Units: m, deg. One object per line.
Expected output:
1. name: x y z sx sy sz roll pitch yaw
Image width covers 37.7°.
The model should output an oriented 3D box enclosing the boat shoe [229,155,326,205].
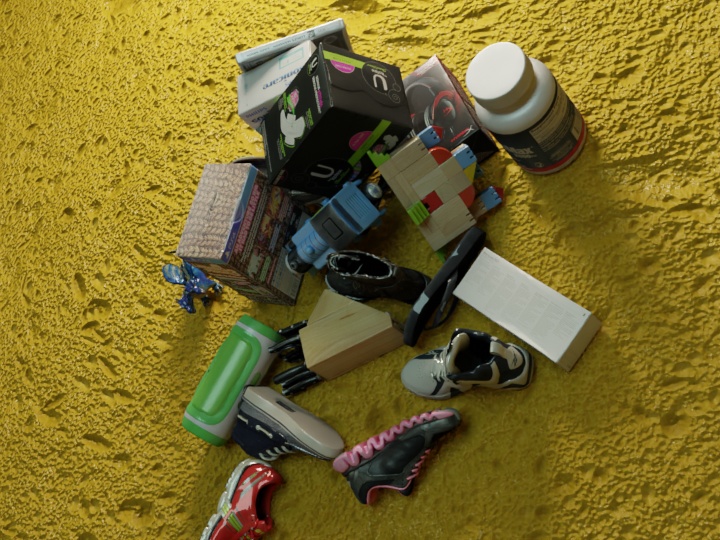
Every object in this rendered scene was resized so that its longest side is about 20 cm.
1. boat shoe: -0.133 -0.152 1.735 0.199 0.059 0.072 11 86 36

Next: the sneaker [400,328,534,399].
1. sneaker: 0.123 0.123 1.439 0.198 0.130 0.080 -1 66 34

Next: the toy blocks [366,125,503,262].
1. toy blocks: 0.120 -0.131 1.546 0.136 0.200 0.100 -35 10 4

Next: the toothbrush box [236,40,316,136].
1. toothbrush box: -0.086 -0.262 1.723 0.146 0.200 0.086 -22 57 25

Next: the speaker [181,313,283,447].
1. speaker: -0.201 0.173 1.664 0.088 0.088 0.200 25 83 39

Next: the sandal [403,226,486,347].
1. sandal: 0.126 0.028 1.525 0.043 0.076 0.200 34 89 17

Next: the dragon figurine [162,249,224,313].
1. dragon figurine: -0.296 0.002 1.801 0.059 0.099 0.200 -41 51 10

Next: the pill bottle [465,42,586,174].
1. pill bottle: 0.231 -0.231 1.494 0.119 0.200 0.120 -15 60 28

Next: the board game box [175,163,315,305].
1. board game box: -0.175 -0.055 1.682 0.097 0.200 0.160 4 70 35

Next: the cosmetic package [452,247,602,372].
1. cosmetic package: 0.228 0.052 1.455 0.200 0.051 0.083 36 92 40

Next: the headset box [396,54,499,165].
1. headset box: 0.105 -0.229 1.658 0.148 0.075 0.200 -35 53 16

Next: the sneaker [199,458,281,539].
1. sneaker: -0.175 0.379 1.556 0.085 0.077 0.201 15 79 27

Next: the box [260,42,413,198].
1. box: -0.040 -0.219 1.598 0.200 0.148 0.125 -44 46 45

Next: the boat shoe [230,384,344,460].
1. boat shoe: -0.112 0.254 1.583 0.200 0.075 0.093 30 104 38

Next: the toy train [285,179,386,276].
1. toy train: -0.045 -0.062 1.619 0.087 0.114 0.200 49 130 -1

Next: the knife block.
1. knife block: -0.043 0.127 1.593 0.200 0.064 0.176 20 81 38

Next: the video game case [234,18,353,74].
1. video game case: -0.101 -0.346 1.752 0.181 0.200 0.023 -18 81 3

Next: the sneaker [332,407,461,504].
1. sneaker: 0.063 0.260 1.464 0.200 0.079 0.096 -31 76 19

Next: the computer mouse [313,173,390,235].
1. computer mouse: -0.038 -0.132 1.729 0.200 0.044 0.110 24 94 36

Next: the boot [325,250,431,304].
1. boot: 0.000 0.000 1.544 0.199 0.174 0.070 6 81 31
